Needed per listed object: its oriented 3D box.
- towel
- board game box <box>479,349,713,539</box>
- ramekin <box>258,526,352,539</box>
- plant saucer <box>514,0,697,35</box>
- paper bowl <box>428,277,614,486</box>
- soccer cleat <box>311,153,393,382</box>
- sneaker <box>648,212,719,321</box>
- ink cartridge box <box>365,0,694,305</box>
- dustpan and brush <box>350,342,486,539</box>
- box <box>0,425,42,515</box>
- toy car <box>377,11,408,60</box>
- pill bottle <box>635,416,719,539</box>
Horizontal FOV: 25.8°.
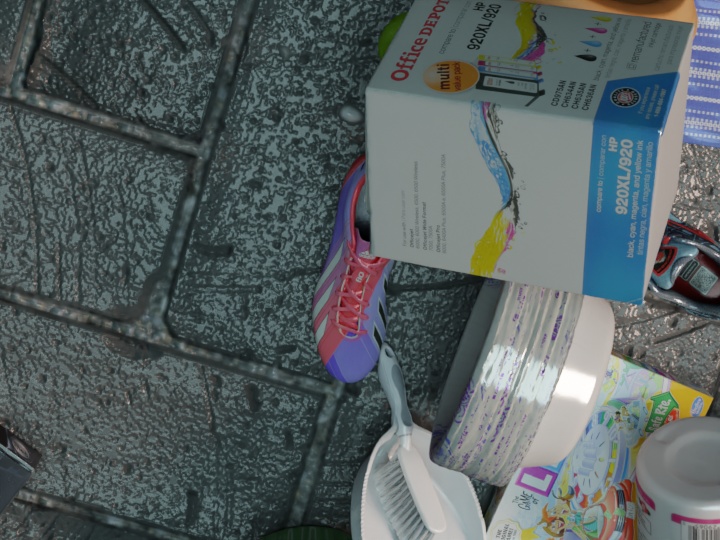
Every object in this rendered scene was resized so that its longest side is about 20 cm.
[{"bbox_3d":[0.326,-0.189,1.279,0.144,0.024,0.201,10,115,12],"label":"towel"},{"bbox_3d":[0.203,0.171,1.375,0.134,0.034,0.201,22,99,-6],"label":"board game box"},{"bbox_3d":[-0.044,0.320,1.362,0.199,0.098,0.201,0,101,-2],"label":"ramekin"},{"bbox_3d":[0.175,-0.234,1.218,0.199,0.201,0.038,22,131,-6],"label":"plant saucer"},{"bbox_3d":[0.135,0.076,1.266,0.104,0.201,0.202,19,100,-1],"label":"paper bowl"},{"bbox_3d":[0.000,0.000,1.312,0.066,0.076,0.201,10,100,-4],"label":"soccer cleat"},{"bbox_3d":[0.245,-0.024,1.308,0.199,0.096,0.080,28,98,-7],"label":"sneaker"},{"bbox_3d":[0.116,-0.090,1.094,0.199,0.147,0.145,10,130,15],"label":"ink cartridge box"},{"bbox_3d":[0.038,0.161,1.339,0.057,0.139,0.201,-41,60,42],"label":"dustpan and brush"},{"bbox_3d":[-0.397,0.194,1.351,0.160,0.044,0.200,38,97,-8],"label":"box"},{"bbox_3d":[0.116,-0.162,1.257,0.199,0.175,0.150,27,62,0],"label":"toy car"},{"bbox_3d":[0.290,0.232,1.325,0.113,0.114,0.201,-8,125,-1],"label":"pill bottle"}]
